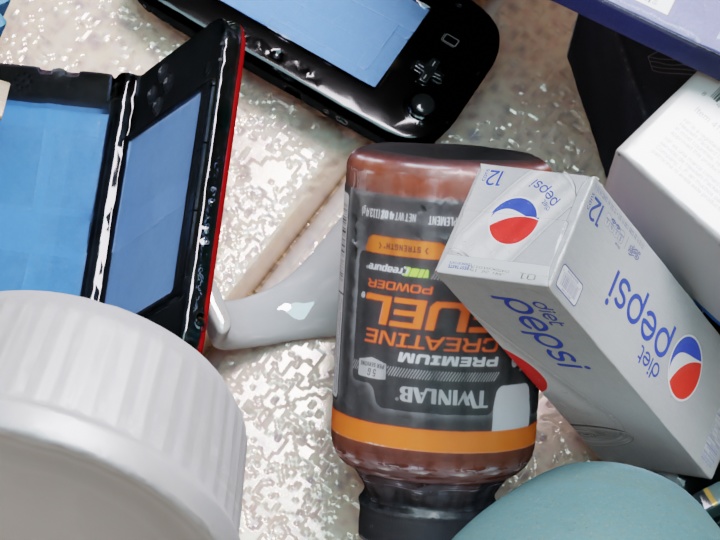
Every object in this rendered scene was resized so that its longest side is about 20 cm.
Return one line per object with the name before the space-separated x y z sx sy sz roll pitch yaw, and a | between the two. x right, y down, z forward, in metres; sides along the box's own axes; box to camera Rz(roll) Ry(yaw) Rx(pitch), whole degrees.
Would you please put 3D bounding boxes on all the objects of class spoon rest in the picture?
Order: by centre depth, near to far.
spoon rest | 0.000 0.000 1.584 0.200 0.061 0.099 -15 71 -24

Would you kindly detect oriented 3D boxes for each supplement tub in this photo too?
supplement tub | 0.040 0.039 1.508 0.107 0.107 0.200 2 98 -3

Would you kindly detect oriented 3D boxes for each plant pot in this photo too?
plant pot | 0.113 0.173 1.453 0.200 0.200 0.135 13 52 1

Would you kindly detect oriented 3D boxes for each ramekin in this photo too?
ramekin | -0.147 0.092 1.460 0.202 0.202 0.094 14 57 2

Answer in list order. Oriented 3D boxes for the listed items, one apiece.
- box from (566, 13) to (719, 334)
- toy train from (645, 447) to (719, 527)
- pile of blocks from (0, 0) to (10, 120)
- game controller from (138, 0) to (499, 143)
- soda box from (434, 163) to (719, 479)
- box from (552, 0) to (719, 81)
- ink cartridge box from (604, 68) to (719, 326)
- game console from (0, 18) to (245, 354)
box | 0.235 -0.075 1.590 0.196 0.117 0.200 -13 71 -9
toy train | 0.246 0.096 1.546 0.200 0.085 0.114 -25 59 -10
pile of blocks | -0.229 -0.104 1.591 0.082 0.062 0.200 20 60 -11
game controller | -0.025 -0.144 1.641 0.200 0.042 0.104 30 69 7
soda box | 0.116 0.027 1.462 0.068 0.200 0.064 8 65 35
box | 0.175 -0.156 1.446 0.200 0.032 0.121 26 71 6
ink cartridge box | 0.239 -0.061 1.476 0.146 0.084 0.200 43 71 14
game console | -0.156 -0.032 1.550 0.119 0.172 0.200 18 65 -25
